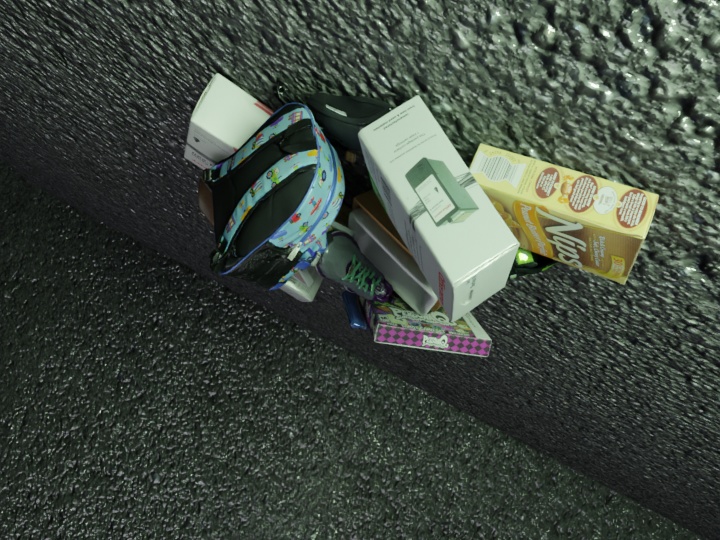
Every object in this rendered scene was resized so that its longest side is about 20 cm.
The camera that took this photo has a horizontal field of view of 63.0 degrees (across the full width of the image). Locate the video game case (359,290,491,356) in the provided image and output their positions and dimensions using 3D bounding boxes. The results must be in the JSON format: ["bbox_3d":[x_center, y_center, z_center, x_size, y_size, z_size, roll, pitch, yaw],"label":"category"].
[{"bbox_3d":[0.104,0.082,1.005,0.193,0.037,0.182,9,-163,-10],"label":"video game case"}]

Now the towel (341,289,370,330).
[{"bbox_3d":[0.065,0.080,1.071,0.193,0.025,0.145,8,-163,-11],"label":"towel"}]

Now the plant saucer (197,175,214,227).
[{"bbox_3d":[-0.189,-0.058,0.915,0.201,0.037,0.200,48,176,4],"label":"plant saucer"}]

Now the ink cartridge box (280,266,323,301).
[{"bbox_3d":[-0.165,-0.046,1.262,0.197,0.149,0.087,31,167,-18],"label":"ink cartridge box"}]

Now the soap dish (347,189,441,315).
[{"bbox_3d":[0.068,-0.031,0.923,0.200,0.081,0.158,44,167,8],"label":"soap dish"}]

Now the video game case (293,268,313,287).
[{"bbox_3d":[-0.163,-0.060,1.033,0.141,0.018,0.202,33,161,30],"label":"video game case"}]

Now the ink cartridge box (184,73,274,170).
[{"bbox_3d":[-0.193,-0.198,0.921,0.143,0.087,0.199,31,168,-14],"label":"ink cartridge box"}]

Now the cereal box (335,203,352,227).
[{"bbox_3d":[-0.042,-0.077,1.138,0.141,0.040,0.200,29,165,-8],"label":"cereal box"}]

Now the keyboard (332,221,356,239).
[{"bbox_3d":[-0.095,-0.093,0.926,0.195,0.011,0.056,26,171,3],"label":"keyboard"}]

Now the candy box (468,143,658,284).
[{"bbox_3d":[0.218,-0.064,0.666,0.195,0.056,0.116,23,163,23],"label":"candy box"}]

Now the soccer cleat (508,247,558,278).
[{"bbox_3d":[0.176,-0.016,0.761,0.194,0.070,0.080,-8,178,-31],"label":"soccer cleat"}]

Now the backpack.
[{"bbox_3d":[-0.096,-0.098,0.750,0.198,0.187,0.133,-36,141,29],"label":"backpack"}]

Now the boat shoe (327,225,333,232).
[{"bbox_3d":[-0.062,-0.032,0.930,0.071,0.065,0.201,23,171,16],"label":"boat shoe"}]

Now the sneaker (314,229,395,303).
[{"bbox_3d":[0.000,0.000,0.896,0.086,0.076,0.199,28,177,25],"label":"sneaker"}]

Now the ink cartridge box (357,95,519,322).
[{"bbox_3d":[0.085,-0.063,0.661,0.204,0.082,0.146,60,178,19],"label":"ink cartridge box"}]

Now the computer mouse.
[{"bbox_3d":[-0.024,-0.172,0.765,0.195,0.047,0.141,21,163,27],"label":"computer mouse"}]
